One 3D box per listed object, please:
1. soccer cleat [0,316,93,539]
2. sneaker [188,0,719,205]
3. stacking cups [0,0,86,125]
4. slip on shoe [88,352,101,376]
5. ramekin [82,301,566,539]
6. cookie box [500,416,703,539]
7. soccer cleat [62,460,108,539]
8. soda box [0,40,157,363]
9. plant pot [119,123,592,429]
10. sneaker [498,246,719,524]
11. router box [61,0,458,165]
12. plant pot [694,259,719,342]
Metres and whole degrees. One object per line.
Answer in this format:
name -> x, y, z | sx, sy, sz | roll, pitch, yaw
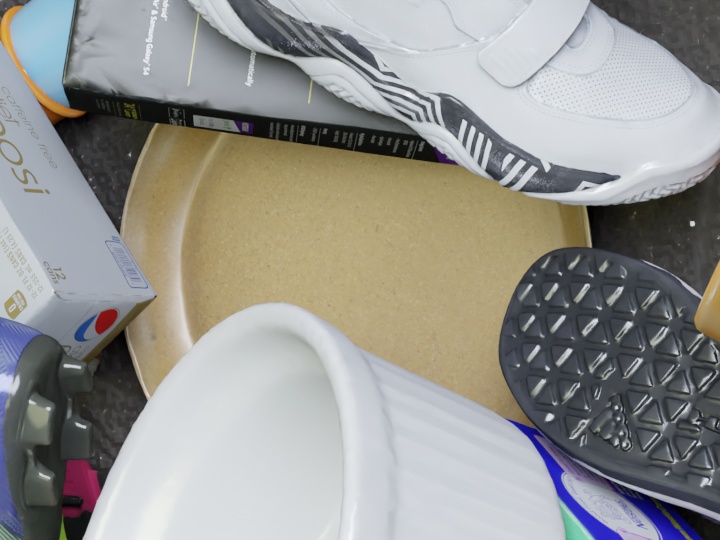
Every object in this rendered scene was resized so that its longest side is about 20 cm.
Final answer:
soccer cleat -> -0.145, 0.102, 1.056 | 0.083, 0.065, 0.201 | 15, 120, 13
sneaker -> 0.039, -0.101, 0.951 | 0.199, 0.075, 0.115 | 25, 138, 2
stacking cups -> -0.110, -0.094, 1.135 | 0.200, 0.060, 0.061 | -31, 77, 24
slip on shoe -> -0.191, 0.004, 1.177 | 0.199, 0.074, 0.061 | 5, 81, 24
ramekin -> -0.017, 0.121, 0.982 | 0.200, 0.097, 0.201 | -43, 36, 43
cookie box -> 0.055, 0.178, 1.004 | 0.201, 0.075, 0.171 | -63, 31, 14
soccer cleat -> -0.127, 0.145, 1.144 | 0.086, 0.070, 0.201 | -30, 76, 30
soda box -> -0.162, -0.047, 1.104 | 0.068, 0.064, 0.200 | -43, 66, 24
plant pot -> 0.000, 0.000, 1.101 | 0.199, 0.027, 0.201 | 1, 91, 28
sneaker -> 0.134, 0.061, 1.002 | 0.200, 0.083, 0.072 | 32, 89, 33
router box -> -0.019, -0.147, 1.043 | 0.148, 0.051, 0.201 | 9, 84, -1
plant pot -> 0.229, -0.027, 0.903 | 0.183, 0.200, 0.201 | 29, 104, 8
